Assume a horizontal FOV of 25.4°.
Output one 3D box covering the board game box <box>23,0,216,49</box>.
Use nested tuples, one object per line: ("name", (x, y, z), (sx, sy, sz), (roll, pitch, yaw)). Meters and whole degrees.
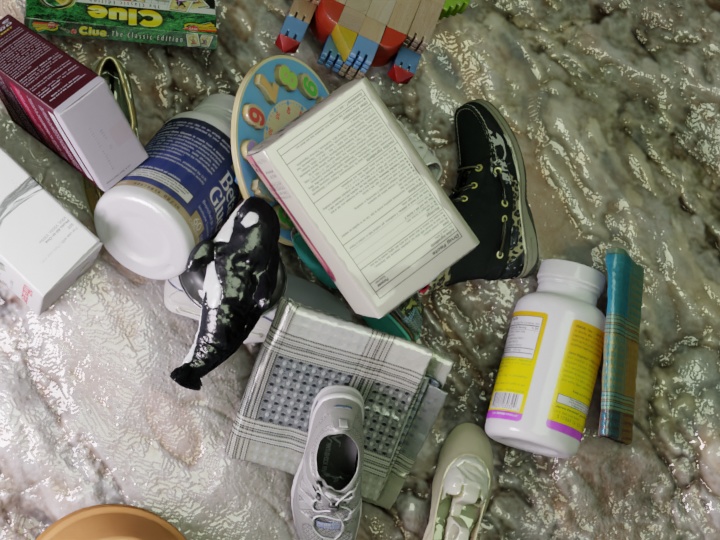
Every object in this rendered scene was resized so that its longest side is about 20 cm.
("board game box", (-0.252, -0.280, 1.692), (0.199, 0.023, 0.105), (3, 45, -12))

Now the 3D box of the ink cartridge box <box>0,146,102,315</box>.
("ink cartridge box", (-0.362, -0.057, 1.598), (0.200, 0.146, 0.084), (44, 75, -3))

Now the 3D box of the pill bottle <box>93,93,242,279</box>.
("pill bottle", (-0.176, -0.093, 1.635), (0.111, 0.111, 0.200), (37, 48, -5))

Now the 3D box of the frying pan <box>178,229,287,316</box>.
("frying pan", (-0.103, -0.016, 1.664), (0.190, 0.031, 0.115), (-33, 69, -32))

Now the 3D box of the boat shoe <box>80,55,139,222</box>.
("boat shoe", (-0.258, -0.125, 1.667), (0.071, 0.076, 0.201), (-10, 84, -14))

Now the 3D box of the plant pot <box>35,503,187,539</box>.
("plant pot", (-0.240, 0.330, 1.570), (0.200, 0.140, 0.201), (2, 82, -13))

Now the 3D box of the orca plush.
("orca plush", (-0.122, 0.026, 1.558), (0.105, 0.071, 0.200), (44, 72, -35))

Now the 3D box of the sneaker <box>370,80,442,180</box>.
("sneaker", (0.035, -0.122, 1.703), (0.099, 0.075, 0.200), (-10, 54, 4))

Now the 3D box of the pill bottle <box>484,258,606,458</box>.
("pill bottle", (0.206, 0.094, 1.722), (0.104, 0.104, 0.200), (18, 78, -9))

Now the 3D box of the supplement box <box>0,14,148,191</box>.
("supplement box", (-0.303, -0.169, 1.593), (0.061, 0.200, 0.109), (-41, 136, -16))

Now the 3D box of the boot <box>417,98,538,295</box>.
("boot", (0.103, -0.078, 1.721), (0.153, 0.073, 0.204), (-13, 88, -33))

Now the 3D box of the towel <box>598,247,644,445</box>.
("towel", (0.280, 0.084, 1.728), (0.022, 0.147, 0.201), (2, 81, 20))

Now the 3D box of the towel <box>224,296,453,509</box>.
("towel", (-0.020, 0.142, 1.657), (0.200, 0.035, 0.193), (19, 107, -10))

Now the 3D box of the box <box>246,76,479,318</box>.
("box", (0.000, -0.070, 1.565), (0.128, 0.109, 0.200), (-36, 99, -10))

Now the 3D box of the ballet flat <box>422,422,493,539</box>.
("ballet flat", (0.106, 0.258, 1.695), (0.069, 0.069, 0.200), (16, 78, -10))

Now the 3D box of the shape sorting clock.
("shape sorting clock", (-0.070, -0.125, 1.672), (0.039, 0.200, 0.201), (-4, 80, 29))

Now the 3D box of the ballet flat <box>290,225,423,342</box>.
("ballet flat", (0.000, 0.000, 1.686), (0.074, 0.074, 0.200), (-50, 124, -15))

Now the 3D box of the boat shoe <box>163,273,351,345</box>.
("boat shoe", (-0.111, 0.043, 1.683), (0.200, 0.070, 0.071), (15, 37, -8))

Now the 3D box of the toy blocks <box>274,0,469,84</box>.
("toy blocks", (0.001, -0.268, 1.721), (0.200, 0.100, 0.137), (24, 66, -8))

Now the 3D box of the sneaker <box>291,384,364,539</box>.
("sneaker", (-0.034, 0.221, 1.632), (0.075, 0.082, 0.200), (2, 112, -1))
